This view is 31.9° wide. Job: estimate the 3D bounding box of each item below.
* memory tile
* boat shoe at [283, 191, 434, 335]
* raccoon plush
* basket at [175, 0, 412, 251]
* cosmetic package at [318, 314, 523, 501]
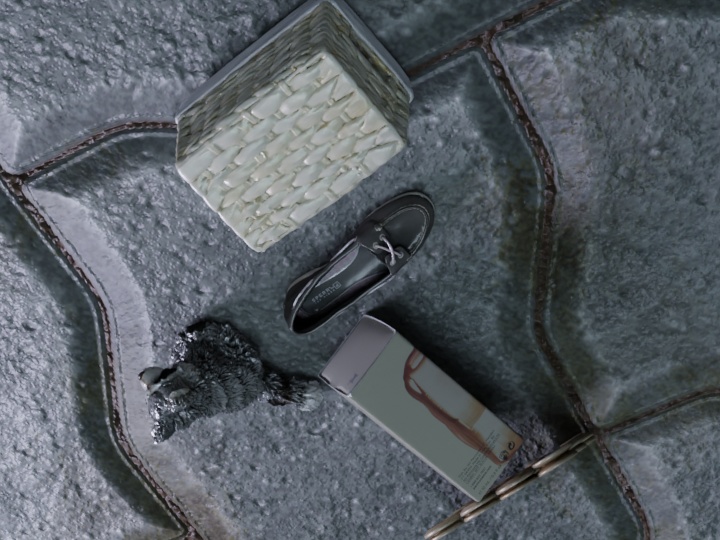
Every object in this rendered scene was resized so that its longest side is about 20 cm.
[{"bbox_3d":[0.166,0.238,1.398,0.199,0.153,0.017,-36,79,20],"label":"memory tile"},{"bbox_3d":[0.000,0.000,1.293,0.199,0.057,0.067,-38,114,22],"label":"boat shoe"},{"bbox_3d":[-0.135,0.130,1.329,0.197,0.135,0.098,8,121,-4],"label":"raccoon plush"},{"bbox_3d":[-0.063,-0.134,1.164,0.199,0.124,0.136,-35,116,19],"label":"basket"},{"bbox_3d":[0.065,0.146,1.344,0.200,0.103,0.088,40,84,-23],"label":"cosmetic package"}]
